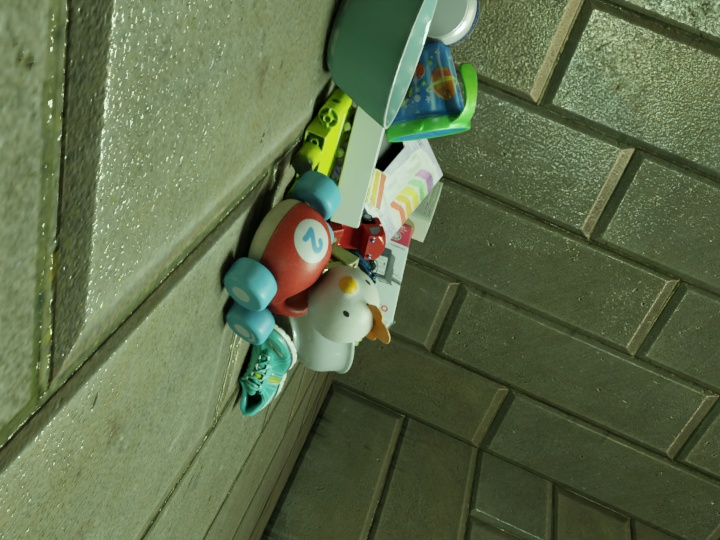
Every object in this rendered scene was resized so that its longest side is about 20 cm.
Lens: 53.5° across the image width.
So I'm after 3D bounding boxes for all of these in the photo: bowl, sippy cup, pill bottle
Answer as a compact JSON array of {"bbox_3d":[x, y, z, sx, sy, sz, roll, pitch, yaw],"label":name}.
[{"bbox_3d":[-0.090,0.083,1.197,0.201,0.088,0.206,45,-39,52],"label":"bowl"},{"bbox_3d":[0.098,-0.276,1.106,0.139,0.172,0.135,-25,107,-74],"label":"sippy cup"},{"bbox_3d":[0.129,-0.416,1.129,0.200,0.113,0.118,-55,166,-70],"label":"pill bottle"},{"bbox_3d":[0.023,-0.299,0.921,0.201,0.103,0.206,22,89,-85],"label":"bowl"}]

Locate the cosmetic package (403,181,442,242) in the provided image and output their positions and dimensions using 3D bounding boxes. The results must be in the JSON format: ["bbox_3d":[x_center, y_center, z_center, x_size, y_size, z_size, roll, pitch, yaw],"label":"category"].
[{"bbox_3d":[0.051,-0.146,1.384,0.072,0.195,0.107,106,7,-60],"label":"cosmetic package"}]

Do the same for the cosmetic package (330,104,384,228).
[{"bbox_3d":[0.001,-0.176,1.078,0.083,0.049,0.205,-93,-163,-69],"label":"cosmetic package"}]

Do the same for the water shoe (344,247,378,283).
[{"bbox_3d":[0.000,0.000,1.164,0.202,0.077,0.073,58,-34,39],"label":"water shoe"}]

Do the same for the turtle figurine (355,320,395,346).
[{"bbox_3d":[-0.032,0.074,1.468,0.199,0.146,0.193,-40,-167,-20],"label":"turtle figurine"}]

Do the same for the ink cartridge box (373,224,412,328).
[{"bbox_3d":[0.005,0.000,1.327,0.084,0.142,0.205,127,-21,-61],"label":"ink cartridge box"}]

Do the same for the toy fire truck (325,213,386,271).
[{"bbox_3d":[-0.043,-0.033,1.094,0.142,0.194,0.050,-113,-148,-50],"label":"toy fire truck"}]

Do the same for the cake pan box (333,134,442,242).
[{"bbox_3d":[0.046,-0.182,1.255,0.185,0.052,0.202,-50,133,-21],"label":"cake pan box"}]

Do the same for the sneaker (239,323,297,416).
[{"bbox_3d":[-0.156,0.164,1.161,0.080,0.076,0.203,-45,158,-45],"label":"sneaker"}]

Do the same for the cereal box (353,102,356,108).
[{"bbox_3d":[0.039,-0.379,1.176,0.145,0.039,0.204,-63,172,-57],"label":"cereal box"}]

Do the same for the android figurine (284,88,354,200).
[{"bbox_3d":[-0.053,-0.172,1.026,0.201,0.040,0.185,-61,172,-51],"label":"android figurine"}]

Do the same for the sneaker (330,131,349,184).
[{"bbox_3d":[0.008,-0.204,1.290,0.078,0.089,0.204,100,12,-67],"label":"sneaker"}]

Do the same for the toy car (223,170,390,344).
[{"bbox_3d":[-0.039,0.020,0.890,0.186,0.197,0.178,-55,170,-30],"label":"toy car"}]
